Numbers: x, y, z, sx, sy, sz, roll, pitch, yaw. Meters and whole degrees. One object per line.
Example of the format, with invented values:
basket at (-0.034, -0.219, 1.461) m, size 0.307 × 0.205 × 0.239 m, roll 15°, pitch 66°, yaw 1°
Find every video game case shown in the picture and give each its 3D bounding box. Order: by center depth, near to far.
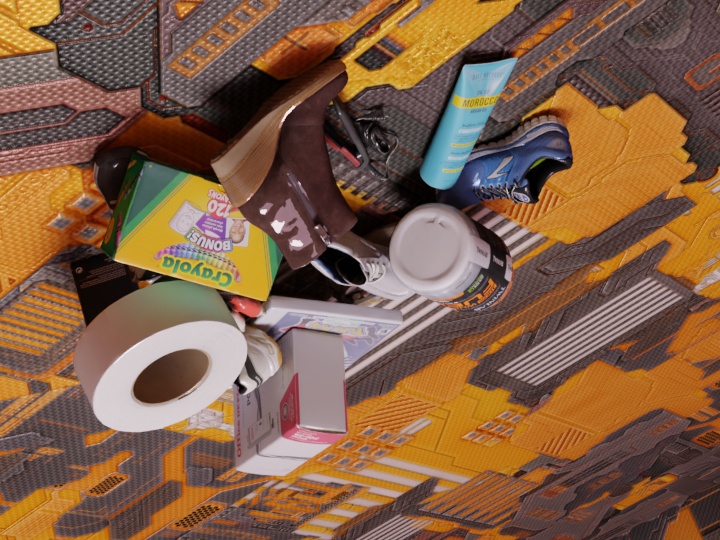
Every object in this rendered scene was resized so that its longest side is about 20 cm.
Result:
video game case at (-0.069, 0.089, 1.803) m, size 0.200 × 0.023 × 0.182 m, roll 7°, pitch 152°, yaw -27°

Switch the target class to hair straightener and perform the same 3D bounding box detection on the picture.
hair straightener at (0.005, -0.162, 1.580) m, size 0.077 × 0.041 × 0.200 m, roll -27°, pitch 149°, yaw 12°

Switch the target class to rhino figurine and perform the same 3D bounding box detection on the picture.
rhino figurine at (0.034, -0.027, 1.800) m, size 0.200 × 0.060 × 0.087 m, roll -30°, pitch 139°, yaw 11°

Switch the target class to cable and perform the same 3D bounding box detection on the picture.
cable at (-0.179, 0.039, 1.618) m, size 0.097 × 0.050 × 0.200 m, roll -25°, pitch 163°, yaw 14°

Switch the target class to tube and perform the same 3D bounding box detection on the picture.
tube at (0.128, -0.187, 1.616) m, size 0.077 × 0.050 × 0.200 m, roll -17°, pitch 148°, yaw -32°

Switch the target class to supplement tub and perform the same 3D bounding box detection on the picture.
supplement tub at (0.129, -0.012, 1.740) m, size 0.122 × 0.123 × 0.200 m, roll -31°, pitch 157°, yaw 18°

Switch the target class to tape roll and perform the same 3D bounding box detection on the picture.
tape roll at (-0.241, 0.105, 1.568) m, size 0.202 × 0.071 × 0.203 m, roll -24°, pitch 147°, yaw -17°

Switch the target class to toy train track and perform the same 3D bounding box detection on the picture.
toy train track at (0.073, 0.010, 1.918) m, size 0.200 × 0.033 × 0.115 m, roll -22°, pitch 158°, yaw 15°

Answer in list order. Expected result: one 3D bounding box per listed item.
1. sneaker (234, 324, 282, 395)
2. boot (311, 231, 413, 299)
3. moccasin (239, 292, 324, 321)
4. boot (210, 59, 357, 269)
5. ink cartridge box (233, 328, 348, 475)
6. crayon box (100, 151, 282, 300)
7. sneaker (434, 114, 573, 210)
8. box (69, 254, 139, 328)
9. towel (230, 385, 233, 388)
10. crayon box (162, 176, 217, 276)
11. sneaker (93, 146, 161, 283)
sneaker at (-0.205, 0.097, 1.739) m, size 0.088 × 0.200 × 0.076 m, roll -48°, pitch 149°, yaw -35°
boot at (0.000, 0.000, 1.718) m, size 0.200 × 0.096 × 0.074 m, roll 29°, pitch 112°, yaw -24°
moccasin at (-0.109, 0.071, 1.857) m, size 0.201 × 0.078 × 0.074 m, roll 15°, pitch 133°, yaw -45°
boot at (-0.055, -0.121, 1.473) m, size 0.200 × 0.072 × 0.166 m, roll -43°, pitch 112°, yaw -7°
ink cartridge box at (-0.101, 0.187, 1.806) m, size 0.083 × 0.147 × 0.200 m, roll 11°, pitch 150°, yaw -28°
crayon box at (-0.184, -0.049, 1.495) m, size 0.200 × 0.058 × 0.119 m, roll 16°, pitch 97°, yaw -30°
sneaker at (0.188, -0.123, 1.706) m, size 0.200 × 0.089 × 0.079 m, roll -29°, pitch 149°, yaw 20°
box at (-0.309, 0.088, 1.704) m, size 0.079 × 0.141 × 0.200 m, roll -16°, pitch 151°, yaw -6°
towel at (-0.236, 0.157, 1.864) m, size 0.147 × 0.024 × 0.200 m, roll -20°, pitch -172°, yaw 4°
crayon box at (-0.179, -0.038, 1.642) m, size 0.119 × 0.058 × 0.200 m, roll -6°, pitch 147°, yaw -23°
sneaker at (-0.257, -0.052, 1.530) m, size 0.075 × 0.116 × 0.200 m, roll -17°, pitch 150°, yaw -6°
